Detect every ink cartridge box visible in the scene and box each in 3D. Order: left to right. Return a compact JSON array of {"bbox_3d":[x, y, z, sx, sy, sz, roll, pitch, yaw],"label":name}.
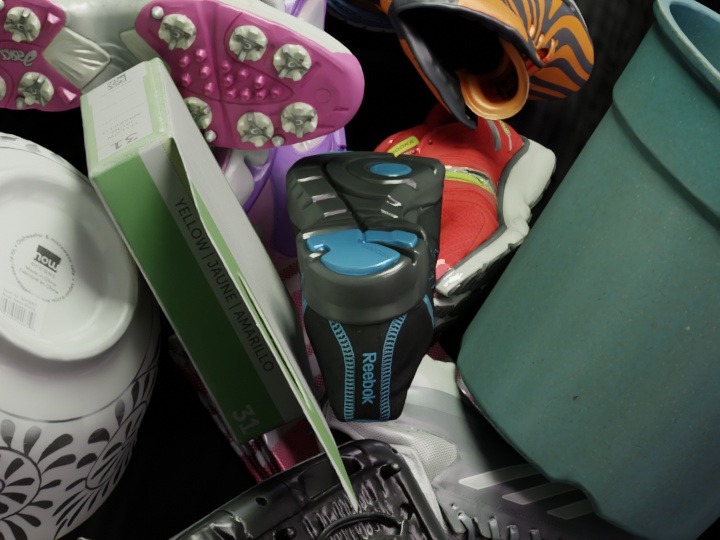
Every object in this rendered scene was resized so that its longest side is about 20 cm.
[{"bbox_3d":[-0.062,0.009,0.996,0.146,0.048,0.200,63,4,-25],"label":"ink cartridge box"}]

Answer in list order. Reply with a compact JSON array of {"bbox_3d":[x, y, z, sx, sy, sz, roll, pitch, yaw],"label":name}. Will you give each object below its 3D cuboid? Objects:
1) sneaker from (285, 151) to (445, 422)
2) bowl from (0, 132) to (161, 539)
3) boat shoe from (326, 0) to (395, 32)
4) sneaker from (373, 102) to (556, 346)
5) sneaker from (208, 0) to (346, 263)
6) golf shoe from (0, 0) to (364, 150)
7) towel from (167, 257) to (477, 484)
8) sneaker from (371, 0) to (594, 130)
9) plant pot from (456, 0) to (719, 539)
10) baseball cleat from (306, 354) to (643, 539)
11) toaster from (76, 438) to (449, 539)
[{"bbox_3d":[0.000,0.000,1.070,0.200,0.073,0.082,-75,164,-69],"label":"sneaker"},{"bbox_3d":[-0.156,0.013,1.016,0.200,0.094,0.202,19,57,-31],"label":"bowl"},{"bbox_3d":[0.053,-0.180,1.302,0.199,0.072,0.073,-11,75,-43],"label":"boat shoe"},{"bbox_3d":[0.037,-0.029,1.205,0.085,0.077,0.200,38,27,-5],"label":"sneaker"},{"bbox_3d":[-0.044,-0.085,1.177,0.088,0.080,0.201,35,51,-32],"label":"sneaker"},{"bbox_3d":[-0.090,-0.112,1.098,0.199,0.076,0.092,12,34,9],"label":"golf shoe"},{"bbox_3d":[0.009,0.080,1.163,0.146,0.030,0.201,-37,93,-45],"label":"towel"},{"bbox_3d":[0.068,-0.111,1.235,0.199,0.078,0.112,23,31,-46],"label":"sneaker"},{"bbox_3d":[0.158,0.009,1.111,0.200,0.196,0.200,34,17,-12],"label":"plant pot"},{"bbox_3d":[0.057,0.119,1.127,0.200,0.070,0.107,36,52,-7],"label":"baseball cleat"},{"bbox_3d":[-0.035,0.180,1.012,0.180,0.118,0.201,-28,87,-45],"label":"toaster"}]
